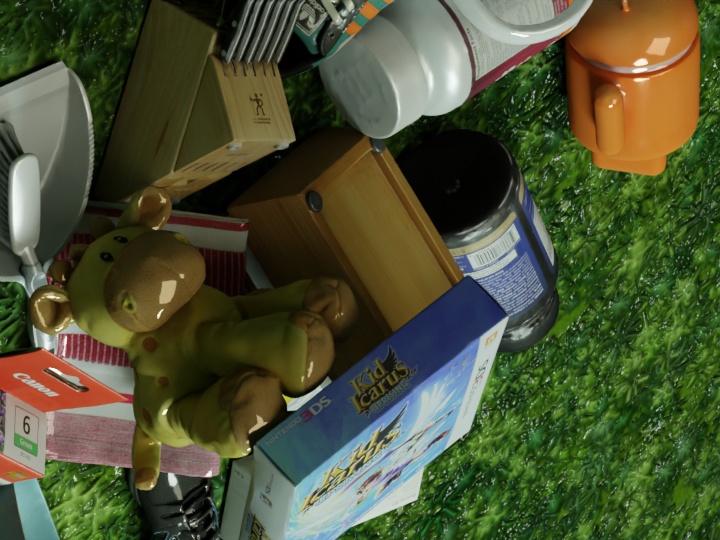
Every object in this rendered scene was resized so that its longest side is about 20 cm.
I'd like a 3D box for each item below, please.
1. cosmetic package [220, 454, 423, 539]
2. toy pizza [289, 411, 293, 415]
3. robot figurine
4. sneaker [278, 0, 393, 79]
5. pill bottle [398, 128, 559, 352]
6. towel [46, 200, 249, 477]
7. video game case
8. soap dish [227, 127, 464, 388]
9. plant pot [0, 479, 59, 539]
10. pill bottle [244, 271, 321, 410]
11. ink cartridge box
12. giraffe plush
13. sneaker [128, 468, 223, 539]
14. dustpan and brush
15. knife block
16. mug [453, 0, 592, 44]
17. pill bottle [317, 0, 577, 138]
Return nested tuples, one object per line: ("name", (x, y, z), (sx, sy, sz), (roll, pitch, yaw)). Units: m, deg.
("cosmetic package", (-0.028, 0.179, 2.011), (0.199, 0.051, 0.083), (-17, 127, -43))
("toy pizza", (0.011, 0.108, 1.903), (0.200, 0.200, 0.032), (-29, 96, -35))
("robot figurine", (0.230, -0.175, 1.996), (0.143, 0.117, 0.201), (-28, 138, -20))
("sneaker", (-0.015, -0.196, 1.648), (0.200, 0.071, 0.080), (-47, 178, 43))
("pill bottle", (0.102, -0.018, 1.963), (0.112, 0.112, 0.200), (-47, 144, -14))
("towel", (-0.160, 0.051, 1.688), (0.143, 0.023, 0.201), (6, 111, -7))
("video game case", (0.007, 0.115, 1.630), (0.200, 0.045, 0.182), (-38, 160, -24))
("soap dish", (0.000, 0.000, 1.770), (0.201, 0.081, 0.157), (59, 37, -9))
("plant pot", (-0.278, 0.235, 1.658), (0.134, 0.201, 0.201), (-17, 137, -2))
("pill bottle", (-0.068, 0.054, 1.815), (0.199, 0.109, 0.110), (0, 116, -51))
("ink cartridge box", (-0.265, 0.105, 1.554), (0.109, 0.199, 0.051), (38, 46, -55))
("giraffe plush", (-0.126, 0.031, 1.606), (0.162, 0.199, 0.173), (52, 37, -15))
("sneaker", (-0.133, 0.202, 1.875), (0.073, 0.082, 0.201), (-29, 135, -31))
("dustpan and brush", (-0.230, -0.025, 1.599), (0.139, 0.057, 0.201), (-29, 138, -34))
("knife block", (-0.119, -0.155, 1.649), (0.199, 0.177, 0.064), (-24, 166, 40))
("mug", (0.098, -0.260, 1.708), (0.175, 0.201, 0.148), (-26, 180, -22))
("pill bottle", (0.069, -0.186, 1.794), (0.200, 0.109, 0.110), (-35, 139, -29))
